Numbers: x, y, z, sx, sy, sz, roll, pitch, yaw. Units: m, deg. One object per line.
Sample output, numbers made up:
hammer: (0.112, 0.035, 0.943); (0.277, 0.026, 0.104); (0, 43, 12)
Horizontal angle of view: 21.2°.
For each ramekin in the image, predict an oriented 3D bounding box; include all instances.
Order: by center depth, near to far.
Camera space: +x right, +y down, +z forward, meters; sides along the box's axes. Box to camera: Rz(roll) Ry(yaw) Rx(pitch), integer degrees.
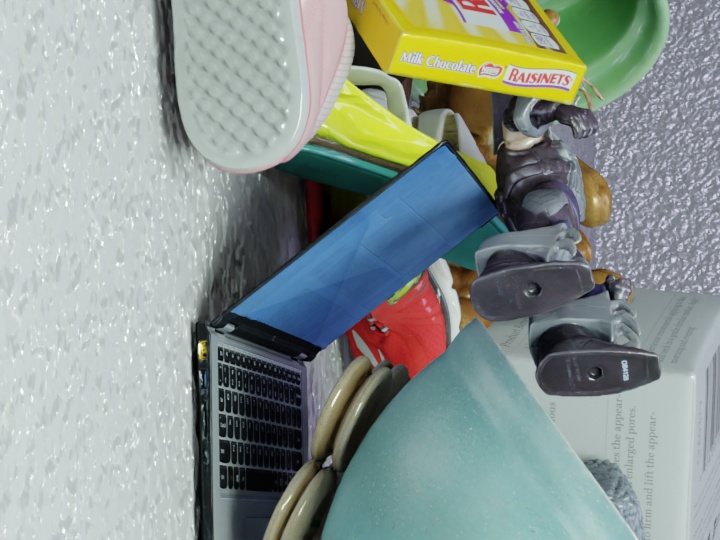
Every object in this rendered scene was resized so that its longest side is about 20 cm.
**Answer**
ramekin: (0.113, -0.199, 1.358); (0.201, 0.198, 0.098); (71, 12, -55)

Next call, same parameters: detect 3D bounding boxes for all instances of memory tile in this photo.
memory tile: (-0.010, 0.115, 0.900); (0.154, 0.017, 0.200); (-64, 166, -2)

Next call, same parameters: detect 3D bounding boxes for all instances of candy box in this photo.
candy box: (0.024, -0.149, 0.923); (0.201, 0.101, 0.027); (61, -42, 46)

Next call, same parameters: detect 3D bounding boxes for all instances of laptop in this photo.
laptop: (0.002, 0.058, 0.898); (0.187, 0.115, 0.202); (32, 55, -76)

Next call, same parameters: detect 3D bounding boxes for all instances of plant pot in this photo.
plant pot: (0.055, 0.140, 0.812); (0.201, 0.134, 0.200); (54, 2, -2)

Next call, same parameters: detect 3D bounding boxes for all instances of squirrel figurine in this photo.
squirrel figurine: (0.073, -0.073, 1.195); (0.200, 0.140, 0.189); (-147, -130, -63)

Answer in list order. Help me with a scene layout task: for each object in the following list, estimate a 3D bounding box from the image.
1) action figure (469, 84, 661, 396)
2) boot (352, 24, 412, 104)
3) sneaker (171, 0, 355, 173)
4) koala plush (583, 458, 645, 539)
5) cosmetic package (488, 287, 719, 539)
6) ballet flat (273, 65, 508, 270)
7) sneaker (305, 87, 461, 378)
action figure: (0.093, -0.018, 0.909); (0.201, 0.069, 0.131); (-85, 154, -61)
boot: (0.009, -0.173, 1.128); (0.187, 0.064, 0.201); (94, 4, -51)
sneaker: (-0.044, -0.142, 0.830); (0.105, 0.075, 0.202); (-9, 100, -81)
koala plush: (0.067, 0.232, 1.101); (0.184, 0.176, 0.202); (-52, 140, -56)
cosmetic package: (0.125, 0.107, 1.218); (0.165, 0.198, 0.167); (-37, 130, -64)
ballet flat: (0.024, -0.061, 0.995); (0.199, 0.066, 0.068); (25, 63, -42)
sneaker: (0.000, 0.000, 1.074); (0.085, 0.076, 0.202); (-48, 132, -48)
